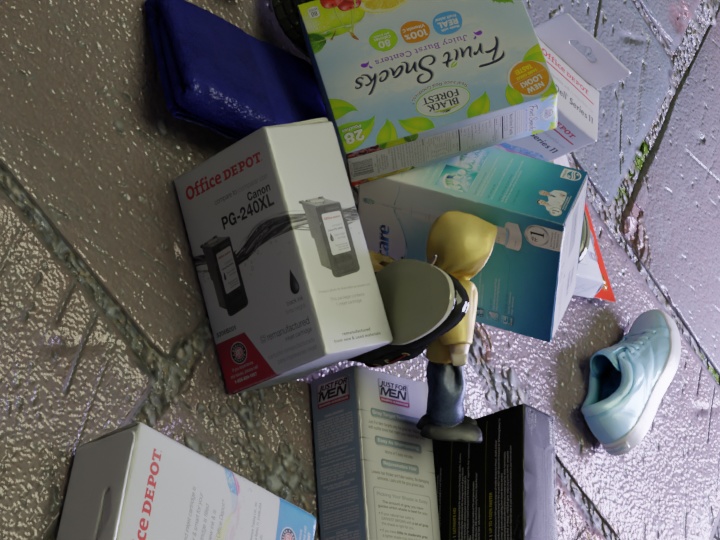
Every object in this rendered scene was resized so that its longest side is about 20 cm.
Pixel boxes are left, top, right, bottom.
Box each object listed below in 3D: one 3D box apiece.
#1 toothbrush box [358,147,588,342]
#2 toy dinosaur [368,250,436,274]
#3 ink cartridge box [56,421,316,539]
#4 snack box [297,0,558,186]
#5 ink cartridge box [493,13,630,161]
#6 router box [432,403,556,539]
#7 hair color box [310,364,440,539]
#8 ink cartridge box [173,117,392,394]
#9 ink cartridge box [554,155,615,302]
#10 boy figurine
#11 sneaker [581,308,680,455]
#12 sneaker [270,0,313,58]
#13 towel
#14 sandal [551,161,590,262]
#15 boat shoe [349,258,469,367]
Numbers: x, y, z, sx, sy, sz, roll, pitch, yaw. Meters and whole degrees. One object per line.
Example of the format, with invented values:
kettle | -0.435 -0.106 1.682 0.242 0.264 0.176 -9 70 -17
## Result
toothbrush box | 0.101 -0.036 1.692 0.085 0.199 0.147 -60 158 -44
toy dinosaur | 0.000 0.000 1.635 0.101 0.199 0.059 28 81 -53
ink cartridge box | -0.139 0.229 1.422 0.200 0.084 0.145 35 50 -36
snack box | 0.061 -0.185 1.650 0.068 0.198 0.170 78 -4 -64
ink cartridge box | 0.151 -0.158 1.758 0.117 0.199 0.068 35 47 -34
router box | 0.107 0.236 1.648 0.051 0.149 0.201 25 56 -39
hair color box | 0.015 0.195 1.631 0.099 0.060 0.202 17 62 -44
ink cartridge box | -0.069 -0.012 1.559 0.083 0.145 0.201 -9 80 -42
ink cartridge box | 0.232 -0.055 1.963 0.199 0.057 0.164 8 64 -55
boy figurine | 0.084 0.048 1.622 0.064 0.124 0.202 5 93 -4
sneaker | 0.291 0.101 1.979 0.082 0.074 0.201 50 42 -25
sneaker | -0.017 -0.203 1.750 0.076 0.088 0.200 -38 74 -12
towel | -0.106 -0.163 1.651 0.199 0.050 0.148 24 33 -40
sandal | 0.169 -0.088 1.851 0.057 0.080 0.202 11 54 -56
boat shoe | 0.035 0.039 1.570 0.063 0.201 0.074 14 71 -29
